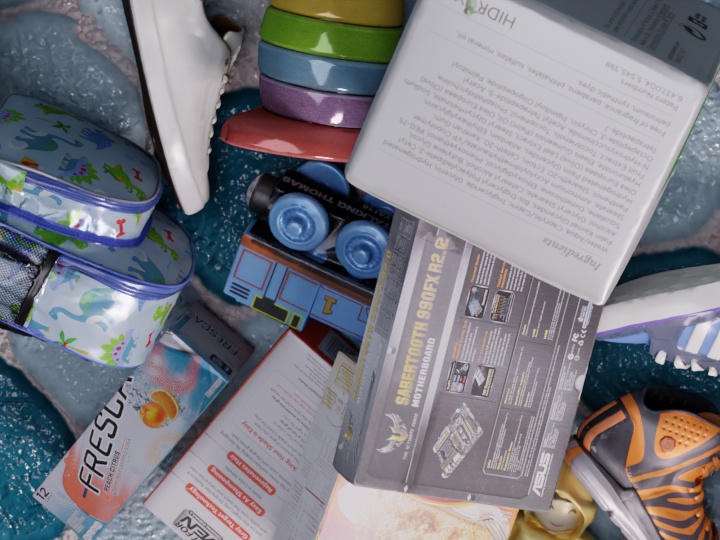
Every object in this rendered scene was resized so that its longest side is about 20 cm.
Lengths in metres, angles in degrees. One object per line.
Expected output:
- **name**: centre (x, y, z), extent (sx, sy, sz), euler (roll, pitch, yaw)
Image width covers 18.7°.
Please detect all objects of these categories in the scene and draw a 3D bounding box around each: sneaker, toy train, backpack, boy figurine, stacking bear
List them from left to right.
- **backpack**: centre (-0.220, -0.027, 1.620), extent (0.199, 0.183, 0.147), euler (27, 111, -9)
- **sneaker**: centre (-0.119, -0.136, 1.617), extent (0.084, 0.073, 0.201), euler (-15, 121, -12)
- **stacking bear**: centre (-0.020, -0.186, 1.555), extent (0.113, 0.121, 0.201), euler (12, 103, 14)
- **toy train**: centre (0.000, 0.000, 1.624), extent (0.199, 0.087, 0.115), euler (24, 122, 4)
- **boy figurine**: centre (0.140, 0.233, 1.670), extent (0.124, 0.064, 0.201), euler (24, 116, 10)
- **sneaker**: centre (0.246, 0.168, 1.612), extent (0.112, 0.078, 0.200), euler (-38, 112, 5)
- **sneaker**: centre (0.267, 0.072, 1.570), extent (0.199, 0.081, 0.147), euler (-12, 100, 13)

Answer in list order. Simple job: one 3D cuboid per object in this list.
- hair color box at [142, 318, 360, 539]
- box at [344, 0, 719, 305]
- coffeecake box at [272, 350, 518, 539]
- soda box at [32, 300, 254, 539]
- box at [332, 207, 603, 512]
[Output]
- **hair color box**: centre (-0.068, 0.136, 1.697), extent (0.101, 0.061, 0.200), euler (41, 112, 0)
- **box**: centre (0.126, -0.116, 1.483), extent (0.199, 0.199, 0.172), euler (27, 113, 5)
- **coffeecake box**: centre (0.029, 0.179, 1.615), extent (0.153, 0.073, 0.201), euler (16, 97, -26)
- **soda box**: centre (-0.171, 0.120, 1.714), extent (0.064, 0.068, 0.200), euler (40, 115, 0)
- **box**: centre (0.080, 0.062, 1.537), extent (0.158, 0.048, 0.201), euler (10, 100, -22)
